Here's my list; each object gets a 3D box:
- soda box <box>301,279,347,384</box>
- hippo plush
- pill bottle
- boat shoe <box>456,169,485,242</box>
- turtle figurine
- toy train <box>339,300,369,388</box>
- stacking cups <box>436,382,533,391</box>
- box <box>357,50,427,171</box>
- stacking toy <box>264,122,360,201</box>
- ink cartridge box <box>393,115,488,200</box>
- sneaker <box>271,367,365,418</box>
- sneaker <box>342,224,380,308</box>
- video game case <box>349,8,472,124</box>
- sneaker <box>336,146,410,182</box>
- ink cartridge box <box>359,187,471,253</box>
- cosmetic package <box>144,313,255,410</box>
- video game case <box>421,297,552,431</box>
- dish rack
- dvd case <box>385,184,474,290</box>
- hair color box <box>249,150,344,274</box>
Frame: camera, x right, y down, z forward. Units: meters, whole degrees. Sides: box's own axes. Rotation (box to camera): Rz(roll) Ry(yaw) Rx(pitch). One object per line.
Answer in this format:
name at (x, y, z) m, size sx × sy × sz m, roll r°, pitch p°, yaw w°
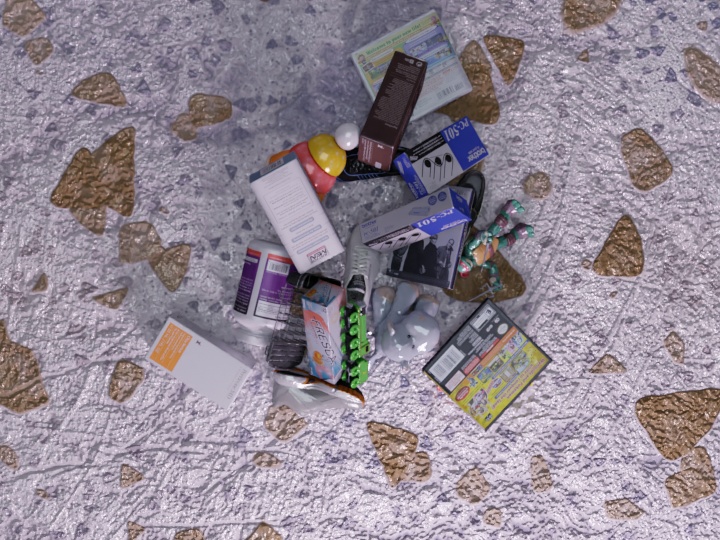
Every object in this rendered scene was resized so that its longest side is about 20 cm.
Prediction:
soda box at (-0.065, 0.123, 1.408) m, size 0.063 × 0.068 × 0.202 m, roll 18°, pitch 131°, yaw 28°
hippo plush at (0.075, 0.109, 1.421) m, size 0.197 × 0.161 × 0.161 m, roll -22°, pitch 93°, yaw -1°
pill bottle at (-0.191, 0.045, 1.436) m, size 0.111 × 0.112 × 0.203 m, roll 14°, pitch 92°, yaw -2°
boat shoe at (0.208, -0.112, 1.465) m, size 0.071 × 0.068 × 0.203 m, roll 24°, pitch 90°, yaw -1°
turtle figurine at (0.259, -0.044, 1.445) m, size 0.200 × 0.150 × 0.100 m, roll -44°, pitch 51°, yaw -12°
toy train at (-0.009, 0.144, 1.403) m, size 0.056 × 0.042 × 0.203 m, roll -25°, pitch 130°, yaw -34°
stacking cups at (0.255, 0.218, 1.488) m, size 0.196 × 0.061 × 0.062 m, roll -5°, pitch 92°, yaw 4°
box at (0.061, -0.307, 1.384) m, size 0.074 × 0.100 × 0.203 m, roll 19°, pitch 71°, yaw 3°
stacking toy at (-0.074, -0.211, 1.384) m, size 0.199 × 0.146 × 0.147 m, roll -34°, pitch 93°, yaw 25°
ink cartridge box at (0.162, -0.224, 1.419) m, size 0.199 × 0.044 × 0.095 m, roll -34°, pitch 94°, yaw -34°
sneaker at (-0.090, 0.265, 1.474) m, size 0.197 × 0.076 × 0.094 m, roll 14°, pitch 99°, yaw 6°
sneaker at (0.000, 0.000, 1.444) m, size 0.075 × 0.081 × 0.204 m, roll 5°, pitch 77°, yaw 3°
video game case at (0.105, -0.408, 1.472) m, size 0.198 × 0.022 × 0.184 m, roll -27°, pitch 93°, yaw 1°
sneaker at (0.019, -0.220, 1.448) m, size 0.196 × 0.078 × 0.071 m, roll -8°, pitch 93°, yaw -2°
ink cartridge box at (0.105, -0.094, 1.386) m, size 0.198 × 0.094 × 0.045 m, roll -21°, pitch 69°, yaw 25°
cosmetic package at (-0.324, 0.184, 1.458) m, size 0.198 × 0.071 × 0.102 m, roll 32°, pitch 91°, yaw -3°
video game case at (0.254, 0.190, 1.443) m, size 0.181 × 0.026 × 0.200 m, roll 43°, pitch 94°, yaw 0°
dish rack at (-0.117, 0.104, 1.424) m, size 0.054 × 0.153 × 0.203 m, roll 16°, pitch 90°, yaw 29°
dvd case at (0.139, -0.075, 1.441) m, size 0.148 × 0.025 × 0.203 m, roll 12°, pitch 87°, yaw 31°
hair color box at (-0.118, -0.107, 1.336) m, size 0.098 × 0.061 × 0.202 m, roll -27°, pitch 114°, yaw 2°
